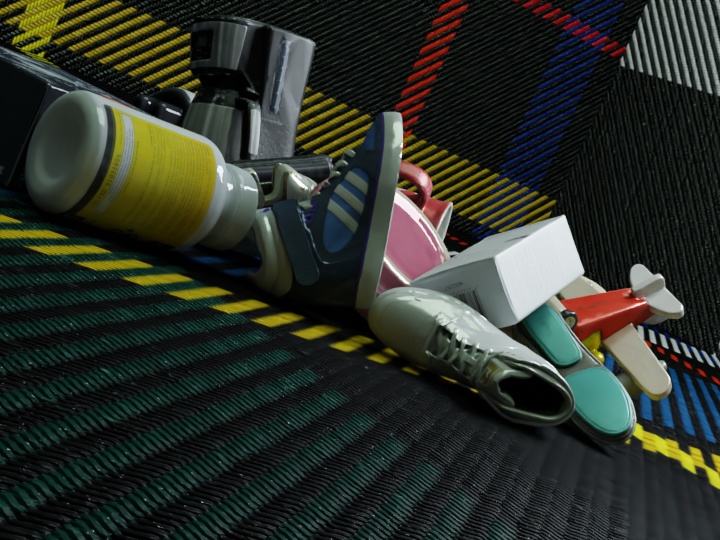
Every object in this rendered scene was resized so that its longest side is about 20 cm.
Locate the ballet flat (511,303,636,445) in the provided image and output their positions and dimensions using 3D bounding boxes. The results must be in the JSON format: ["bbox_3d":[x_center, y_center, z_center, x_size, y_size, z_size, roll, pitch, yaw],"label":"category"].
[{"bbox_3d":[0.210,0.112,1.411,0.067,0.064,0.200,-16,44,-16],"label":"ballet flat"}]

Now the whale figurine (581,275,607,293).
[{"bbox_3d":[0.273,0.078,1.977,0.159,0.104,0.200,26,30,4],"label":"whale figurine"}]

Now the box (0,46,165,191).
[{"bbox_3d":[-0.318,-0.145,1.394,0.200,0.104,0.182,28,8,33],"label":"box"}]

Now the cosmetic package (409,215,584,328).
[{"bbox_3d":[0.141,0.007,1.444,0.101,0.074,0.200,-17,7,29],"label":"cosmetic package"}]

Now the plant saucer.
[{"bbox_3d":[0.030,-0.019,1.465,0.200,0.051,0.201,38,29,-26],"label":"plant saucer"}]

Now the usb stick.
[{"bbox_3d":[-0.123,-0.093,1.512,0.199,0.056,0.033,-7,49,-25],"label":"usb stick"}]

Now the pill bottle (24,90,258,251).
[{"bbox_3d":[-0.192,-0.081,1.293,0.200,0.112,0.112,19,8,-42],"label":"pill bottle"}]

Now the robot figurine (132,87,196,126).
[{"bbox_3d":[-0.227,-0.173,1.948,0.200,0.125,0.151,17,44,-49],"label":"robot figurine"}]

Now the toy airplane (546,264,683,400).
[{"bbox_3d":[0.292,0.074,1.743,0.198,0.142,0.200,15,36,13],"label":"toy airplane"}]

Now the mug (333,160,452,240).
[{"bbox_3d":[0.011,-0.079,1.857,0.199,0.178,0.133,21,19,8],"label":"mug"}]

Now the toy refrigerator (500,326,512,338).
[{"bbox_3d":[0.157,0.071,1.589,0.076,0.070,0.200,17,6,-10],"label":"toy refrigerator"}]

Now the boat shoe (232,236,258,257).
[{"bbox_3d":[-0.057,-0.023,1.547,0.199,0.072,0.068,18,10,13],"label":"boat shoe"}]

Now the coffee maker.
[{"bbox_3d":[-0.124,-0.171,1.624,0.134,0.201,0.192,9,-5,30],"label":"coffee maker"}]

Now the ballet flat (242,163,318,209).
[{"bbox_3d":[-0.098,-0.074,1.470,0.199,0.072,0.072,-8,21,-25],"label":"ballet flat"}]

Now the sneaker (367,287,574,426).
[{"bbox_3d":[0.103,0.076,1.285,0.199,0.074,0.116,25,3,-5],"label":"sneaker"}]

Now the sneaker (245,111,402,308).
[{"bbox_3d":[-0.042,-0.066,1.358,0.146,0.201,0.081,10,-12,1],"label":"sneaker"}]
